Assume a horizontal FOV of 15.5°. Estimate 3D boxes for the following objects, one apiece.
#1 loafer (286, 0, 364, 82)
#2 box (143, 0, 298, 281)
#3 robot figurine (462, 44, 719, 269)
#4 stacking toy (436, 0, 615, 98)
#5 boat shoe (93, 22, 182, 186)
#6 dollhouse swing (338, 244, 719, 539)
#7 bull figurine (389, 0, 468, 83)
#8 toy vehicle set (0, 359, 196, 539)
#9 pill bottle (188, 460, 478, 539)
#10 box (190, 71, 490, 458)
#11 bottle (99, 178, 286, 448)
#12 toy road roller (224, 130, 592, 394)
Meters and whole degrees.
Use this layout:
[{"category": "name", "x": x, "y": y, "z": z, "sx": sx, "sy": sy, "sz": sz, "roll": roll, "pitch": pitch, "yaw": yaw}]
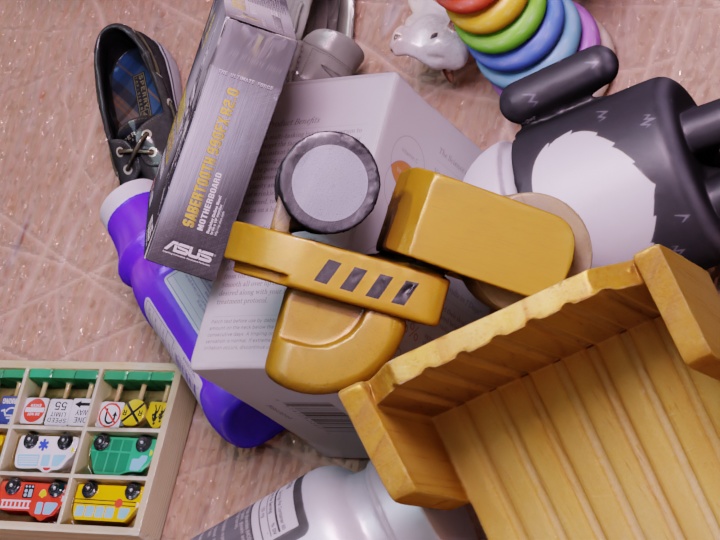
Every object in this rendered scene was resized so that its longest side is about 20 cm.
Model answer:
[{"category": "loafer", "x": -0.034, "y": -0.141, "z": 1.830, "sx": 0.070, "sy": 0.070, "sz": 0.201, "roll": -21, "pitch": 55, "yaw": 30}, {"category": "box", "x": -0.090, "y": -0.094, "z": 1.677, "sx": 0.200, "sy": 0.048, "sz": 0.159, "roll": -104, "pitch": 32, "yaw": -75}, {"category": "robot figurine", "x": 0.155, "y": -0.043, "z": 1.628, "sx": 0.199, "sy": 0.125, "sz": 0.151, "roll": -21, "pitch": 53, "yaw": 19}, {"category": "stacking toy", "x": 0.088, "y": -0.173, "z": 1.690, "sx": 0.085, "sy": 0.200, "sz": 0.086, "roll": -14, "pitch": 58, "yaw": 24}, {"category": "boat shoe", "x": -0.152, "y": -0.089, "z": 1.879, "sx": 0.068, "sy": 0.057, "sz": 0.200, "roll": -28, "pitch": 55, "yaw": 16}, {"category": "dollhouse swing", "x": 0.128, "y": 0.114, "z": 1.490, "sx": 0.199, "sy": 0.182, "sz": 0.176, "roll": -24, "pitch": 76, "yaw": 15}, {"category": "bull figurine", "x": 0.079, "y": -0.221, "z": 1.800, "sx": 0.200, "sy": 0.065, "sz": 0.121, "roll": -43, "pitch": 65, "yaw": -10}, {"category": "toy vehicle set", "x": -0.211, "y": 0.124, "z": 1.819, "sx": 0.199, "sy": 0.027, "sz": 0.125, "roll": -1, "pitch": 64, "yaw": 30}, {"category": "pill bottle", "x": -0.034, "y": 0.191, "z": 1.620, "sx": 0.200, "sy": 0.116, "sz": 0.116, "roll": -30, "pitch": 53, "yaw": 13}, {"category": "box", "x": 0.000, "y": 0.000, "z": 1.674, "sx": 0.106, "sy": 0.152, "sz": 0.201, "roll": -3, "pitch": 62, "yaw": 38}, {"category": "bottle", "x": -0.110, "y": 0.024, "z": 1.764, "sx": 0.065, "sy": 0.084, "sz": 0.200, "roll": -32, "pitch": 58, "yaw": -3}, {"category": "toy road roller", "x": 0.021, "y": 0.009, "z": 1.517, "sx": 0.199, "sy": 0.123, "sz": 0.147, "roll": 16, "pitch": 90, "yaw": -4}]
